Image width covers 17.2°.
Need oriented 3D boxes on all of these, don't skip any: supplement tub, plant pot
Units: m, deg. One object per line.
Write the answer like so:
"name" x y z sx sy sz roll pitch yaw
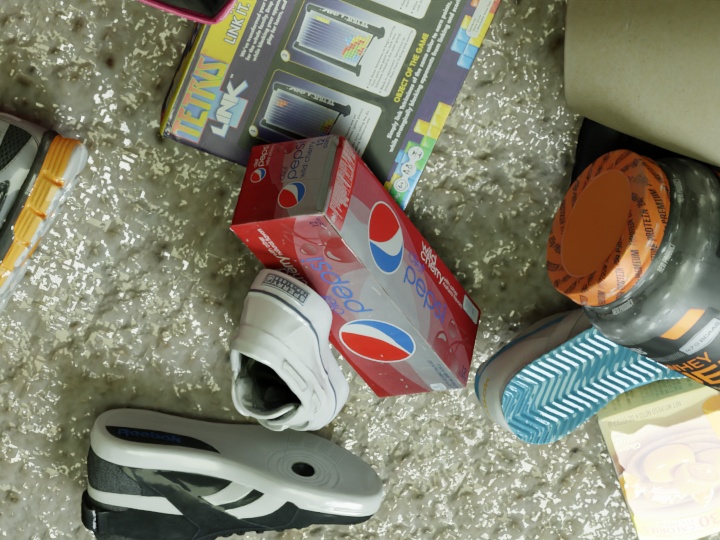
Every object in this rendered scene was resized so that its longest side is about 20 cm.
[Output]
"supplement tub" 0.221 0.008 1.477 0.200 0.123 0.123 25 112 -26
"plant pot" 0.227 -0.137 1.440 0.199 0.187 0.188 3 117 11

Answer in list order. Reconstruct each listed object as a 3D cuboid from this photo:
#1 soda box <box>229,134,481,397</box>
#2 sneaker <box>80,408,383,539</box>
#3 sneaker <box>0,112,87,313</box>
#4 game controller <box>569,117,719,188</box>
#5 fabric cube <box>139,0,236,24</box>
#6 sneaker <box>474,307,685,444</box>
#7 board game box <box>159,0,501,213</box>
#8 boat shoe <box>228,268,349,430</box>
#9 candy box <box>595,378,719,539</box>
"soda box" 0.000 0.000 1.496 0.070 0.064 0.200 -7 142 29
"sneaker" -0.090 0.164 1.618 0.199 0.073 0.112 13 118 0
"sneaker" -0.250 -0.016 1.520 0.077 0.078 0.200 31 107 -3
"game controller" 0.236 -0.056 1.549 0.199 0.042 0.105 6 101 -7
"fabric cube" -0.130 -0.283 1.322 0.199 0.200 0.197 20 112 -13
"sneaker" 0.167 0.044 1.570 0.199 0.081 0.077 -23 106 -15
"board game box" -0.013 -0.149 1.474 0.165 0.057 0.200 21 113 -11
"boat shoe" -0.055 0.066 1.517 0.073 0.065 0.200 25 159 17
"candy box" 0.266 0.106 1.614 0.199 0.055 0.116 -18 116 5
